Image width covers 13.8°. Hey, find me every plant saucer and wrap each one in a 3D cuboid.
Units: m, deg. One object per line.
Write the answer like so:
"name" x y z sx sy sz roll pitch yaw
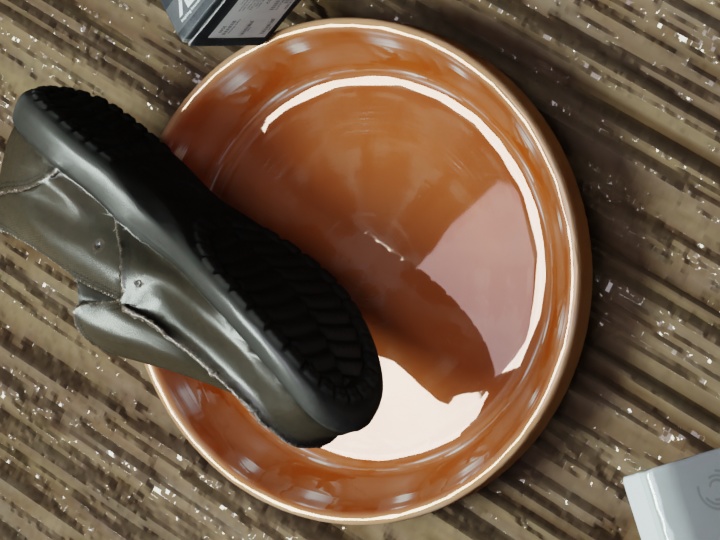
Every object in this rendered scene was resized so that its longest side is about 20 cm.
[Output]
"plant saucer" 0.000 0.000 1.180 0.200 0.032 0.201 2 94 26

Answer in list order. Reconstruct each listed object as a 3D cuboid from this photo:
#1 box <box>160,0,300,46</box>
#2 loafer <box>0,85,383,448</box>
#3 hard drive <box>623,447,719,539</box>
"box" -0.034 -0.208 1.135 0.200 0.049 0.161 -47 62 38
"loafer" -0.071 0.009 1.166 0.200 0.073 0.071 43 115 27
"hard drive" 0.182 0.151 1.050 0.026 0.132 0.200 -28 77 64
